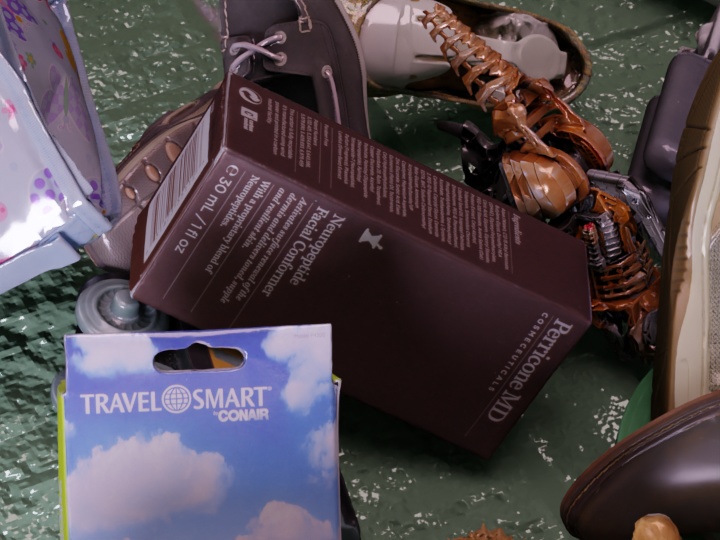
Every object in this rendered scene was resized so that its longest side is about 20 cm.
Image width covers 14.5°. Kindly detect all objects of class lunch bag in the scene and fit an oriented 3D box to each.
[{"bbox_3d":[-0.216,-0.058,1.378,0.169,0.127,0.200,-29,51,12],"label":"lunch bag"}]

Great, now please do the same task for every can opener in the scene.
[{"bbox_3d":[0.187,-0.081,1.502,0.067,0.053,0.200,25,32,-1],"label":"can opener"}]

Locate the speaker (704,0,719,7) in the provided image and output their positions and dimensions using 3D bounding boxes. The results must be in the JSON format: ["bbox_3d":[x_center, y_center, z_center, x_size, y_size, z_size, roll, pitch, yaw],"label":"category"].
[{"bbox_3d":[0.155,-0.220,1.635,0.200,0.081,0.081,27,50,18],"label":"speaker"}]

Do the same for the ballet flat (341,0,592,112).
[{"bbox_3d":[0.044,-0.118,1.489,0.200,0.071,0.071,7,39,-41],"label":"ballet flat"}]

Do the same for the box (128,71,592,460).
[{"bbox_3d":[0.000,0.000,1.347,0.200,0.100,0.075,24,32,-17],"label":"box"}]

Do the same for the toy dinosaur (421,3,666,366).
[{"bbox_3d":[0.091,-0.043,1.420,0.102,0.136,0.200,-16,91,-39],"label":"toy dinosaur"}]

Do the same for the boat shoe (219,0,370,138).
[{"bbox_3d":[-0.031,-0.071,1.412,0.067,0.200,0.057,-11,11,35],"label":"boat shoe"}]

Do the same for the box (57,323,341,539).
[{"bbox_3d":[-0.068,0.123,1.229,0.122,0.201,0.048,-2,5,-9],"label":"box"}]

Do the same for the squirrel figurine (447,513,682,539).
[{"bbox_3d":[0.111,0.176,1.176,0.199,0.187,0.142,4,69,10],"label":"squirrel figurine"}]

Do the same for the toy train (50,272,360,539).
[{"bbox_3d":[-0.075,0.079,1.338,0.114,0.085,0.200,1,43,-23],"label":"toy train"}]

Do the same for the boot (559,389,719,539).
[{"bbox_3d":[0.191,0.103,1.255,0.200,0.075,0.097,-21,48,6],"label":"boot"}]

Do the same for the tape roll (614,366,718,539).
[{"bbox_3d":[0.217,0.112,1.357,0.200,0.048,0.201,3,47,-3],"label":"tape roll"}]

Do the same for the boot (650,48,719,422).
[{"bbox_3d":[0.222,-0.003,1.336,0.154,0.072,0.201,7,85,-2],"label":"boot"}]

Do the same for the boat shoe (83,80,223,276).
[{"bbox_3d":[-0.079,-0.049,1.461,0.073,0.075,0.200,-12,17,44],"label":"boat shoe"}]
